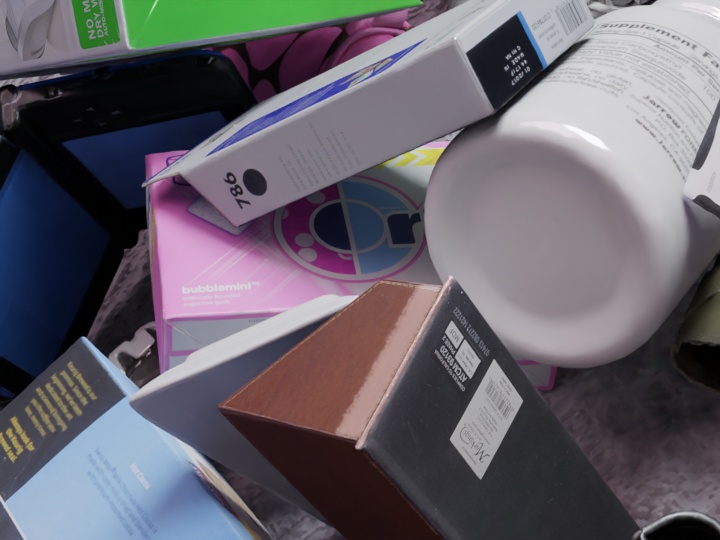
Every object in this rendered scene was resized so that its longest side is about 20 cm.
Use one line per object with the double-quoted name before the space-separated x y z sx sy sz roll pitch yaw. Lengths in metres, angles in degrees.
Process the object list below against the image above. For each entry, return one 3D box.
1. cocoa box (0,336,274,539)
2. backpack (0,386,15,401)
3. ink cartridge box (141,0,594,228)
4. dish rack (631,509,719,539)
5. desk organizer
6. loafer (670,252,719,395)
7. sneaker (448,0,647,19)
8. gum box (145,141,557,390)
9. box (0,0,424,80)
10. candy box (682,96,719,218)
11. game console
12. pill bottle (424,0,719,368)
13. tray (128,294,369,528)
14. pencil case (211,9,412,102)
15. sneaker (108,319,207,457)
"cocoa box" -0.098 0.152 0.733 0.131 0.134 0.200 -43 41 -5
"backpack" -0.275 -0.026 0.969 0.146 0.200 0.184 -29 41 9
"ink cartridge box" 0.000 -0.071 0.733 0.199 0.039 0.099 -19 17 42
"dish rack" 0.077 0.198 0.585 0.198 0.055 0.154 -27 59 -6
"desk organizer" 0.037 0.086 0.649 0.076 0.200 0.072 9 59 42
"loafer" 0.199 0.053 0.664 0.068 0.076 0.200 -44 32 -6
"sneaker" 0.131 -0.153 0.904 0.198 0.076 0.093 -7 57 40
"gum box" 0.000 0.000 0.791 0.197 0.067 0.114 -3 44 -10
"box" -0.099 -0.156 0.842 0.199 0.098 0.175 -17 12 -42
"candy box" 0.248 -0.011 0.607 0.200 0.166 0.072 41 119 48
"game console" -0.124 -0.014 0.874 0.168 0.200 0.120 -10 74 7
"pill bottle" 0.121 -0.053 0.736 0.113 0.116 0.200 0 26 35
"tray" -0.006 0.060 0.704 0.106 0.200 0.022 -23 60 15
"pencil case" -0.036 -0.145 0.990 0.090 0.095 0.200 -11 33 -31
"sneaker" -0.049 0.022 0.872 0.200 0.067 0.090 -48 46 -6
